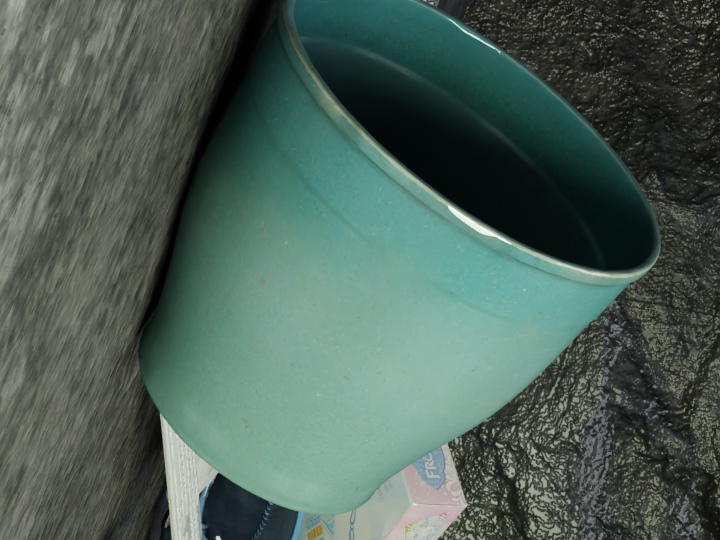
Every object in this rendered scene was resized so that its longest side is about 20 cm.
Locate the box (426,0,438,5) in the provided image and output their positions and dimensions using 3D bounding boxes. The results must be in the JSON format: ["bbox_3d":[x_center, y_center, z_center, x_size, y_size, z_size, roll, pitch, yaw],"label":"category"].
[{"bbox_3d":[0.019,-0.170,1.389,0.200,0.050,0.158,-54,166,-80],"label":"box"}]

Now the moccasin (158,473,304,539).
[{"bbox_3d":[-0.095,0.178,1.409,0.081,0.068,0.200,61,-39,32],"label":"moccasin"}]

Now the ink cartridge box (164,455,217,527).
[{"bbox_3d":[-0.076,0.042,1.306,0.200,0.047,0.160,-49,161,-66],"label":"ink cartridge box"}]

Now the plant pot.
[{"bbox_3d":[0.000,0.000,0.999,0.188,0.200,0.200,-53,-175,25],"label":"plant pot"}]

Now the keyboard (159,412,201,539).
[{"bbox_3d":[-0.095,0.107,1.171,0.200,0.011,0.056,91,1,-49],"label":"keyboard"}]

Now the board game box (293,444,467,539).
[{"bbox_3d":[-0.019,0.115,1.400,0.199,0.043,0.200,-55,-139,44],"label":"board game box"}]
